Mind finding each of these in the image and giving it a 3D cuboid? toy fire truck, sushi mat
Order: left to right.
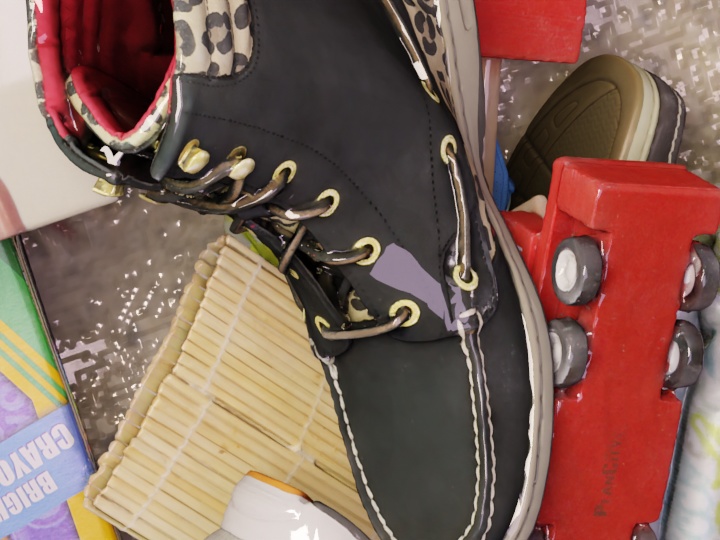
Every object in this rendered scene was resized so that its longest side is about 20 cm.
[{"bbox_3d":[0.004,0.077,0.879,0.200,0.012,0.096,35,76,-34],"label":"sushi mat"},{"bbox_3d":[0.054,0.000,0.851,0.049,0.141,0.200,2,107,-25],"label":"toy fire truck"}]

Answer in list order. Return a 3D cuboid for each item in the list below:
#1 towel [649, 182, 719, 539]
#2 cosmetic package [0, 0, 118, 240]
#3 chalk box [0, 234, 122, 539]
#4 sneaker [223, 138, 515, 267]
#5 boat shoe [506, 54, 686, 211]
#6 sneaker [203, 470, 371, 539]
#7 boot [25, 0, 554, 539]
[{"bbox_3d":[0.123,0.063,0.921,0.048,0.171,0.200,11,101,16],"label":"towel"},{"bbox_3d":[-0.177,-0.039,0.779,0.200,0.103,0.087,-19,109,2],"label":"cosmetic package"},{"bbox_3d":[-0.146,0.082,0.873,0.124,0.124,0.200,-19,106,-11],"label":"chalk box"},{"bbox_3d":[0.000,0.000,0.918,0.105,0.076,0.200,7,100,-17],"label":"sneaker"},{"bbox_3d":[0.076,0.023,0.950,0.066,0.072,0.201,11,107,-26],"label":"boat shoe"},{"bbox_3d":[-0.004,0.156,0.842,0.092,0.076,0.200,-45,116,-13],"label":"sneaker"},{"bbox_3d":[-0.020,-0.012,0.752,0.154,0.073,0.204,2,77,-56],"label":"boot"}]
